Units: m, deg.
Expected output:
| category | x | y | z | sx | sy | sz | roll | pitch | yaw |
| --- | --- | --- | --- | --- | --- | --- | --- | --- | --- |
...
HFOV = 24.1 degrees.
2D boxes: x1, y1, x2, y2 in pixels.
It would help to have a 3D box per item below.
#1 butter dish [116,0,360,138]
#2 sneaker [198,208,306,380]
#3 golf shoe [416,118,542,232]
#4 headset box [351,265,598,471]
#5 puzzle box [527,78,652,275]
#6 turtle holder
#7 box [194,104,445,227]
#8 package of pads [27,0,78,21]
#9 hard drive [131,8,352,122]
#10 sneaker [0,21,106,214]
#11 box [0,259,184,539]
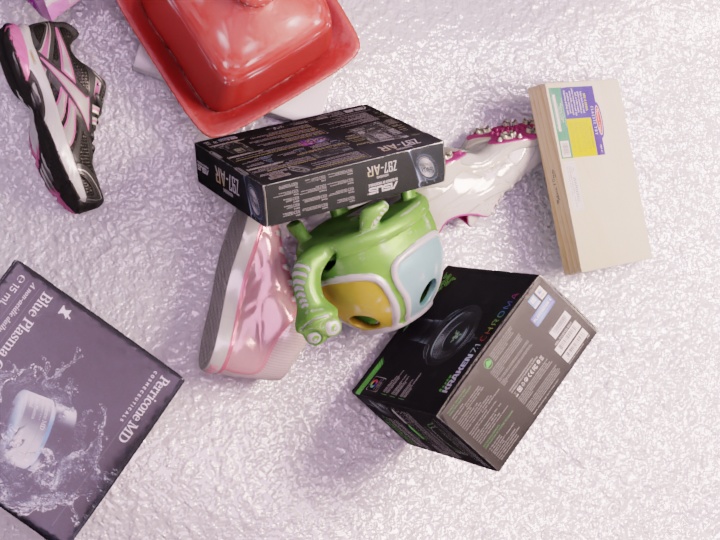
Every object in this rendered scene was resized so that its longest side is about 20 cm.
| category | x | y | z | sx | sy | sz | roll | pitch | yaw |
| --- | --- | --- | --- | --- | --- | --- | --- | --- | --- |
| butter dish | -0.114 | -0.263 | 1.660 | 0.199 | 0.148 | 0.200 | -32 | 91 | -14 |
| sneaker | -0.091 | 0.016 | 1.695 | 0.104 | 0.075 | 0.201 | 16 | 78 | -17 |
| golf shoe | 0.130 | -0.100 | 1.770 | 0.200 | 0.075 | 0.092 | -19 | 111 | -17 |
| headset box | 0.107 | 0.090 | 1.669 | 0.093 | 0.200 | 0.174 | 43 | 76 | -21 |
| puzzle box | 0.242 | -0.101 | 1.770 | 0.133 | 0.025 | 0.200 | -9 | 88 | -46 |
| turtle holder | 0.011 | -0.004 | 1.666 | 0.141 | 0.186 | 0.132 | -17 | 104 | 16 |
| box | -0.041 | -0.107 | 1.659 | 0.200 | 0.160 | 0.044 | -16 | 116 | -26 |
| package of pads | -0.276 | -0.354 | 1.685 | 0.200 | 0.076 | 0.120 | -40 | 66 | -15 |
| hard drive | -0.121 | -0.238 | 1.745 | 0.200 | 0.027 | 0.132 | 18 | 79 | -10 |
| sneaker | -0.286 | -0.159 | 1.673 | 0.086 | 0.080 | 0.200 | -20 | 93 | -25 |
| box | -0.306 | 0.128 | 1.606 | 0.200 | 0.117 | 0.197 | 36 | 76 | -7 |
